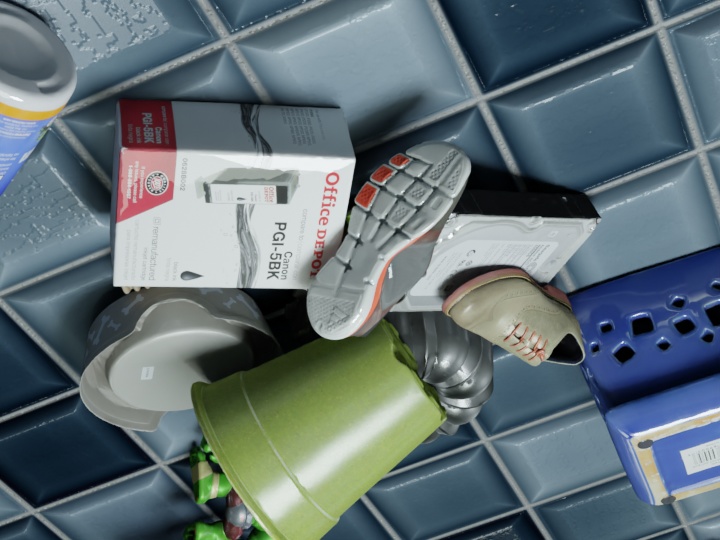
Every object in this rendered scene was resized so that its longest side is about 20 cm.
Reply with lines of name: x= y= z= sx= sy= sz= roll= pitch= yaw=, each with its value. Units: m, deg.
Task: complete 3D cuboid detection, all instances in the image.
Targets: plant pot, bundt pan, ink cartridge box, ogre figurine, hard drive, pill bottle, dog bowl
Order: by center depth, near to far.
pill bottle: x=-0.320 y=-0.111 z=1.147 sx=0.112 sy=0.112 sz=0.200 roll=21 pitch=130 yaw=-31
ink cartridge box: x=-0.114 y=-0.064 z=1.248 sx=0.200 sy=0.083 sz=0.147 roll=1 pitch=126 yaw=-12
hard drive: x=0.117 y=-0.016 z=1.352 sx=0.200 sy=0.038 sz=0.140 roll=0 pitch=140 yaw=-40
plant pot: x=-0.027 y=0.141 z=1.362 sx=0.190 sy=0.200 sz=0.200 roll=-33 pitch=135 yaw=5
dog bowl: x=-0.178 y=0.083 z=1.414 sx=0.200 sy=0.059 sz=0.200 roll=-10 pitch=144 yaw=-7
plant pot: x=0.338 y=0.120 z=1.486 sx=0.200 sy=0.180 sz=0.200 roll=-19 pitch=137 yaw=9
bundt pan: x=0.049 y=0.116 z=1.501 sx=0.202 sy=0.076 sz=0.202 roll=-5 pitch=139 yaw=-5
ogre figurine: x=-0.131 y=0.264 z=1.604 sx=0.120 sy=0.098 sz=0.200 roll=2 pitch=93 yaw=-21

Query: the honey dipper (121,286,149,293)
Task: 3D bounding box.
honey dipper: x=-0.128 y=-0.017 z=1.347 sx=0.200 sy=0.038 sz=0.038 roll=-12 pitch=138 yaw=-1

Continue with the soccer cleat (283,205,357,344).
soccer cleat: x=0.000 y=0.000 z=1.380 sx=0.084 sy=0.065 sz=0.200 roll=2 pitch=139 yaw=-36

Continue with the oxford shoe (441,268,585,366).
oxford shoe: x=0.156 y=0.050 z=1.373 sx=0.200 sy=0.075 sz=0.070 roll=10 pitch=134 yaw=-48

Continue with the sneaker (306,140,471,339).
sneaker: x=0.031 y=-0.025 z=1.247 sx=0.200 sy=0.077 sz=0.082 roll=-52 pitch=150 yaw=11
